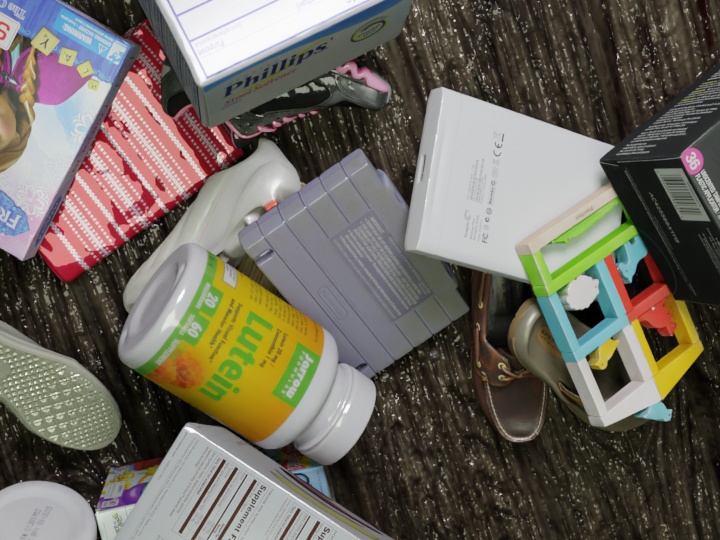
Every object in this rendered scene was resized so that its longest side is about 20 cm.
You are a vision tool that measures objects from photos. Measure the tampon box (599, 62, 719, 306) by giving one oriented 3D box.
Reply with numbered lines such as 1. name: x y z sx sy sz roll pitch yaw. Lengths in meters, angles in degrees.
1. tampon box: 0.329 -0.087 1.066 0.199 0.126 0.151 -37 105 -14

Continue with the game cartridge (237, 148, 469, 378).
1. game cartridge: 0.000 0.000 1.106 0.129 0.038 0.200 -36 130 1

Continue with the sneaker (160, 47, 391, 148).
1. sneaker: -0.075 -0.146 1.078 0.197 0.079 0.097 11 100 -2

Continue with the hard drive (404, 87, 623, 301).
1. hard drive: 0.134 -0.060 1.084 0.198 0.027 0.134 14 81 -28

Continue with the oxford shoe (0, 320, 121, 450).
1. oxford shoe: -0.294 0.091 1.141 0.199 0.058 0.076 34 94 -26

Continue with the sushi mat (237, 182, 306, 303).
1. sushi mat: -0.068 0.021 1.155 0.095 0.012 0.202 20 103 -10

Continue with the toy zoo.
1. toy zoo: 0.218 0.038 1.102 0.130 0.020 0.202 -32 104 -27

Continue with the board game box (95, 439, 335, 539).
1. board game box: -0.120 0.220 1.156 0.197 0.103 0.106 -11 104 0

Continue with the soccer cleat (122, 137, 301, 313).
1. soccer cleat: -0.129 -0.031 1.118 0.199 0.078 0.069 -38 144 21

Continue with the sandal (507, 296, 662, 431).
1. sandal: 0.205 0.086 1.132 0.199 0.054 0.081 34 78 -36

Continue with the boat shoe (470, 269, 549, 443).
1. boat shoe: 0.131 0.063 1.150 0.069 0.070 0.203 -11 106 -2

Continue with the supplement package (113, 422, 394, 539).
1. supplement package: -0.076 0.230 0.993 0.199 0.191 0.148 32 85 3

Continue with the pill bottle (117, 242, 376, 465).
1. pill bottle: -0.088 0.075 1.065 0.199 0.111 0.112 34 100 -21

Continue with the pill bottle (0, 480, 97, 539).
1. pill bottle: -0.283 0.290 1.139 0.107 0.109 0.202 4 126 -4

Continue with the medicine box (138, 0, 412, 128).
1. medicine box: -0.084 -0.244 0.992 0.181 0.103 0.202 -27 83 -10

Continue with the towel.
1. towel: -0.218 -0.098 1.112 0.199 0.023 0.145 -35 104 5

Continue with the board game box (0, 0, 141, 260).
1. board game box: -0.312 -0.144 1.066 0.198 0.041 0.201 29 97 -2
